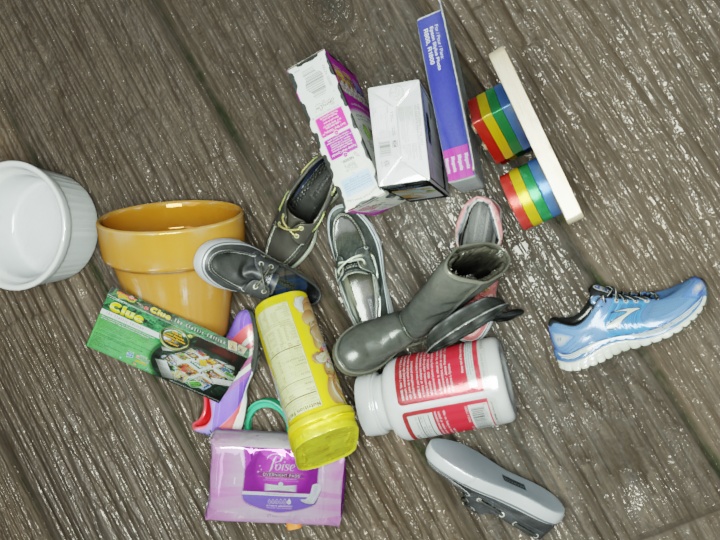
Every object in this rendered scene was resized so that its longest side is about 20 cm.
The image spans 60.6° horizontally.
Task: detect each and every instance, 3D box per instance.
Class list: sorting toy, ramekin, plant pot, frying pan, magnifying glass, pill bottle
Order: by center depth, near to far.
[{"bbox_3d":[0.193,-0.139,0.741,0.069,0.199,0.201,-25,86,19],"label":"sorting toy"},{"bbox_3d":[0.156,0.053,0.755,0.031,0.189,0.115,59,150,15],"label":"frying pan"},{"bbox_3d":[0.098,0.163,0.825,0.199,0.112,0.113,-14,89,16],"label":"pill bottle"},{"bbox_3d":[-0.262,0.008,0.890,0.199,0.200,0.184,4,109,15],"label":"plant pot"},{"bbox_3d":[-0.126,0.294,0.941,0.079,0.022,0.201,-16,89,15],"label":"magnifying glass"},{"bbox_3d":[-0.527,-0.071,0.999,0.199,0.098,0.202,1,92,16],"label":"ramekin"}]

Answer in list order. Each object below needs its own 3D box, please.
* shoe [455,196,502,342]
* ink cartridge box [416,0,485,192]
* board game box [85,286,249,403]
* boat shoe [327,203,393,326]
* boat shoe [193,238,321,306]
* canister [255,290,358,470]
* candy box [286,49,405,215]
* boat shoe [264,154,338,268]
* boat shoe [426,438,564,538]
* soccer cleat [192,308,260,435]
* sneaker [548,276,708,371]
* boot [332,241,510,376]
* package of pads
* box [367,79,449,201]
[{"bbox_3d":[0.148,0.001,0.814,0.071,0.091,0.201,8,95,15],"label":"shoe"},{"bbox_3d":[0.111,-0.203,0.760,0.043,0.200,0.198,-11,89,16],"label":"ink cartridge box"},{"bbox_3d":[-0.262,0.105,0.841,0.199,0.024,0.105,28,123,-15],"label":"board game box"},{"bbox_3d":[0.000,0.000,0.866,0.072,0.071,0.201,-21,87,16],"label":"boat shoe"},{"bbox_3d":[-0.130,0.012,0.838,0.066,0.200,0.070,16,81,43],"label":"boat shoe"},{"bbox_3d":[-0.076,0.146,0.827,0.086,0.149,0.201,-16,61,-12],"label":"canister"},{"bbox_3d":[-0.013,-0.177,0.829,0.061,0.136,0.201,-24,85,17],"label":"candy box"},{"bbox_3d":[-0.088,-0.083,0.893,0.072,0.061,0.202,34,101,12],"label":"boat shoe"},{"bbox_3d":[0.169,0.295,0.819,0.199,0.070,0.067,26,106,-6],"label":"boat shoe"},{"bbox_3d":[-0.199,0.154,0.921,0.073,0.068,0.201,8,100,-27],"label":"soccer cleat"},{"bbox_3d":[0.330,0.052,0.773,0.199,0.079,0.090,-27,88,15],"label":"sneaker"},{"bbox_3d":[0.070,0.050,0.750,0.073,0.181,0.200,59,149,9],"label":"boot"},{"bbox_3d":[-0.121,0.295,0.887,0.199,0.076,0.121,4,94,-3],"label":"package of pads"},{"bbox_3d":[0.067,-0.154,0.775,0.060,0.200,0.117,-6,89,14],"label":"box"}]
